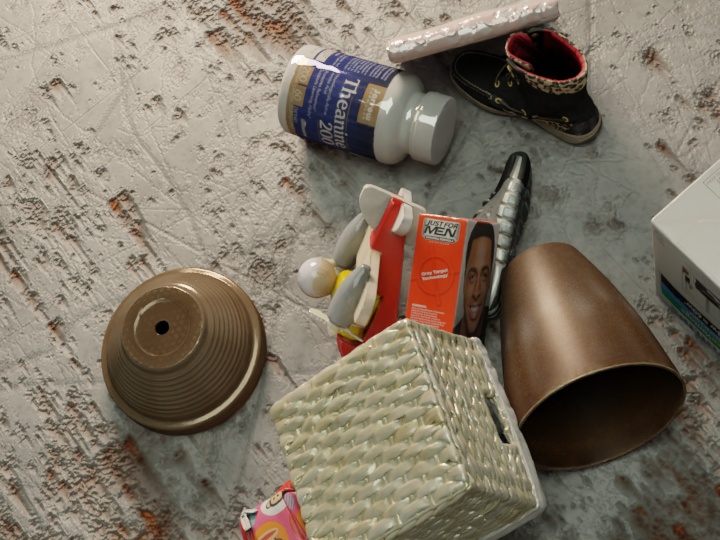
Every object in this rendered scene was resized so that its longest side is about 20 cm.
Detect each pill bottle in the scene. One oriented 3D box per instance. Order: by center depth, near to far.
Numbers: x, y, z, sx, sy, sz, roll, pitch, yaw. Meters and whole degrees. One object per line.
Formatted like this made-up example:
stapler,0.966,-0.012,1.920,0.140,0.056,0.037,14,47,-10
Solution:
pill bottle,0.010,-0.192,1.640,0.198,0.111,0.112,18,73,19

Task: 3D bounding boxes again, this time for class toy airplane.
toy airplane,0.000,0.000,1.517,0.139,0.200,0.202,3,68,0

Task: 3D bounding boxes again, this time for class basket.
basket,0.041,0.181,1.352,0.199,0.160,0.200,-33,60,23

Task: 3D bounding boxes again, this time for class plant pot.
plant pot,0.222,0.076,1.464,0.185,0.188,0.202,-20,53,3
plant pot,-0.216,0.082,1.591,0.198,0.093,0.204,-5,68,11

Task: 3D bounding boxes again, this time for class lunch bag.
lunch bag,-0.039,0.292,1.406,0.082,0.200,0.177,-35,65,13

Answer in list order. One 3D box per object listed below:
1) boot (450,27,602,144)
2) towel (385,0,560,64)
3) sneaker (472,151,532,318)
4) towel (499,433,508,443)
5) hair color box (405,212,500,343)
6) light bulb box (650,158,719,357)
boot,0.187,-0.229,1.593,0.199,0.151,0.074,31,80,20
towel,0.129,-0.284,1.619,0.197,0.191,0.033,-15,100,5
sneaker,0.126,-0.051,1.580,0.114,0.075,0.203,10,72,18
towel,0.061,0.211,1.502,0.197,0.049,0.113,12,72,17
hair color box,0.095,0.043,1.493,0.060,0.101,0.203,9,94,26
light bulb box,0.417,-0.033,1.438,0.198,0.200,0.125,-40,64,-5
